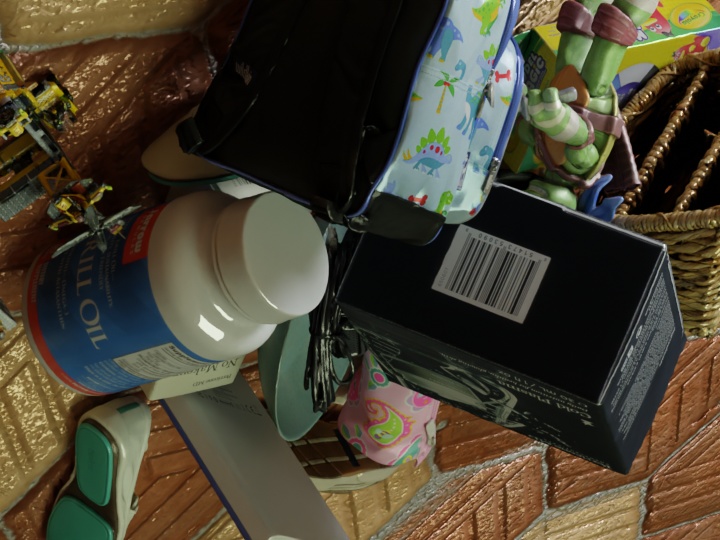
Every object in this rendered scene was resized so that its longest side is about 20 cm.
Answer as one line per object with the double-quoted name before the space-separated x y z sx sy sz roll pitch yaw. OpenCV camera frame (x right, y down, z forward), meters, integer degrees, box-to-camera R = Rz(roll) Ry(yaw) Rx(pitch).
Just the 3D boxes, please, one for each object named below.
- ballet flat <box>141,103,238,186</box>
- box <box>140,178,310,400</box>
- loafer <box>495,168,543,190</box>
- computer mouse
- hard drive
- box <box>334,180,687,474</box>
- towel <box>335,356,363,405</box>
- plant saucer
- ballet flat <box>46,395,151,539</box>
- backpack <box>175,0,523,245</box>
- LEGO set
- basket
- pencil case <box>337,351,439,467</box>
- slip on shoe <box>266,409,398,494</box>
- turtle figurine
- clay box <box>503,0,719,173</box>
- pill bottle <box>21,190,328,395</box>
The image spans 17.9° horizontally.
"ballet flat" -0.061 -0.105 1.548 0.199 0.070 0.070 -13 144 -39
"box" -0.107 -0.002 1.631 0.082 0.069 0.201 -12 142 -34
"loafer" 0.131 -0.043 1.809 0.070 0.069 0.200 -6 169 39
"computer mouse" 0.000 0.000 1.644 0.200 0.052 0.139 -44 148 -54
"hard drive" -0.088 0.137 1.717 0.025 0.200 0.132 -43 150 13
"box" 0.110 0.032 1.589 0.124 0.199 0.197 -65 161 -11
"towel" 0.032 0.033 1.867 0.200 0.035 0.132 -47 150 17
"plant saucer" -0.037 0.027 1.714 0.201 0.038 0.202 18 90 -75
"ballet flat" -0.198 0.172 1.801 0.069 0.070 0.201 -17 145 -31
"backpack" 0.011 -0.133 1.438 0.147 0.183 0.201 14 98 -49
"LEGO set" -0.240 -0.025 1.403 0.199 0.116 0.154 -32 151 -7
"basket" 0.240 -0.081 1.682 0.200 0.142 0.149 -55 159 -32
"pencil case" 0.039 0.070 1.804 0.087 0.088 0.201 -19 144 -28
"slip on shoe" -0.044 0.159 1.938 0.061 0.076 0.200 -37 159 27
"turtle figurine" 0.121 -0.143 1.594 0.195 0.199 0.144 -65 170 -1
"clay box" 0.180 -0.142 1.753 0.199 0.048 0.115 -17 144 -33
"pill bottle" -0.121 0.010 1.507 0.199 0.113 0.112 -18 165 38
